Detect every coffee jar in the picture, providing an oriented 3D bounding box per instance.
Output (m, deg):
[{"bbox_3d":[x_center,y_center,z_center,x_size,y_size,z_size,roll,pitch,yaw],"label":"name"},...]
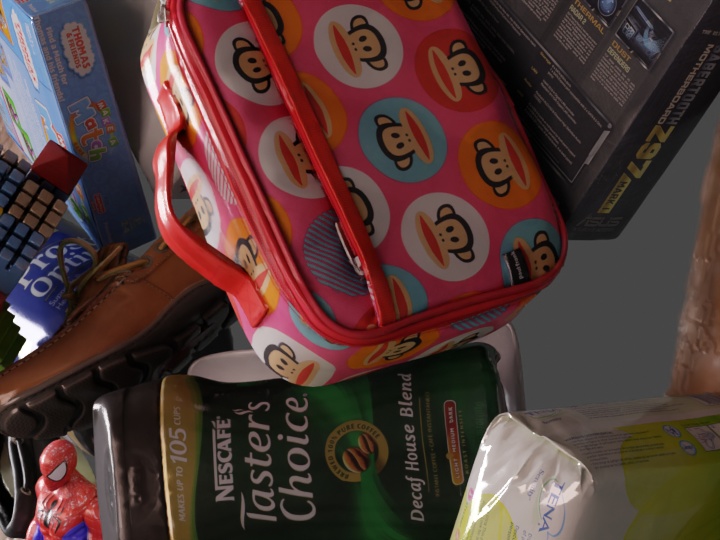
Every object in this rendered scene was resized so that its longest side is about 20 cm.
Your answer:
[{"bbox_3d":[-0.027,0.095,1.121,0.199,0.085,0.105,-7,83,4],"label":"coffee jar"}]

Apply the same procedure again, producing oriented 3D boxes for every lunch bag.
[{"bbox_3d":[-0.016,-0.051,1.084,0.201,0.176,0.082,65,150,14],"label":"lunch bag"}]

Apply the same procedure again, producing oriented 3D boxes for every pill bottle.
[{"bbox_3d":[-0.175,0.031,1.375,0.200,0.112,0.112,25,110,43],"label":"pill bottle"}]

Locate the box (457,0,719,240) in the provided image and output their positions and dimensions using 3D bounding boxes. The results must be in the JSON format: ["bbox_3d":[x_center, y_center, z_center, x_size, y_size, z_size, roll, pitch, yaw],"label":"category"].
[{"bbox_3d":[0.092,-0.138,1.127,0.200,0.051,0.158,52,127,32],"label":"box"}]

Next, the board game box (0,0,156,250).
[{"bbox_3d":[-0.181,-0.113,1.344,0.200,0.036,0.152,47,155,56],"label":"board game box"}]

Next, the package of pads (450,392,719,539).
[{"bbox_3d":[0.098,0.154,1.060,0.068,0.154,0.201,34,115,40],"label":"package of pads"}]

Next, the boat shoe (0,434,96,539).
[{"bbox_3d":[-0.231,0.099,1.463,0.200,0.066,0.075,56,135,35],"label":"boat shoe"}]

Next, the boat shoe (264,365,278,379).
[{"bbox_3d":[0.000,0.000,1.239,0.073,0.062,0.201,17,121,2],"label":"boat shoe"}]

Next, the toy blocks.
[{"bbox_3d":[-0.204,-0.002,1.228,0.100,0.200,0.137,33,139,-9],"label":"toy blocks"}]

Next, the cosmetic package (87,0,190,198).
[{"bbox_3d":[-0.099,-0.148,1.309,0.113,0.081,0.200,-48,60,37],"label":"cosmetic package"}]

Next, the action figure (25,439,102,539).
[{"bbox_3d":[-0.171,0.187,1.383,0.065,0.052,0.201,23,124,38],"label":"action figure"}]

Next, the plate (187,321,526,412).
[{"bbox_3d":[0.010,0.132,1.211,0.199,0.032,0.201,-9,88,30],"label":"plate"}]

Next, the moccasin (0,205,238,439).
[{"bbox_3d":[-0.120,0.015,1.242,0.078,0.201,0.074,44,162,20],"label":"moccasin"}]

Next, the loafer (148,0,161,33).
[{"bbox_3d":[-0.076,-0.135,1.187,0.067,0.076,0.201,-19,64,1],"label":"loafer"}]

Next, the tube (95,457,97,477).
[{"bbox_3d":[-0.099,0.140,1.348,0.200,0.052,0.058,22,80,49],"label":"tube"}]
